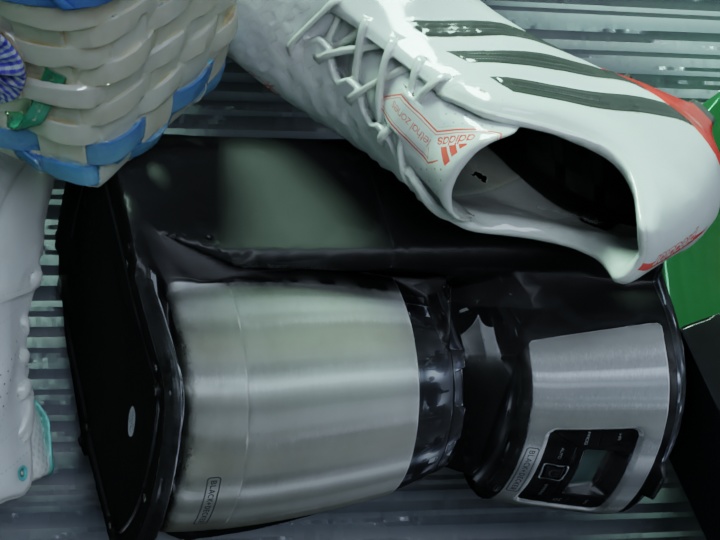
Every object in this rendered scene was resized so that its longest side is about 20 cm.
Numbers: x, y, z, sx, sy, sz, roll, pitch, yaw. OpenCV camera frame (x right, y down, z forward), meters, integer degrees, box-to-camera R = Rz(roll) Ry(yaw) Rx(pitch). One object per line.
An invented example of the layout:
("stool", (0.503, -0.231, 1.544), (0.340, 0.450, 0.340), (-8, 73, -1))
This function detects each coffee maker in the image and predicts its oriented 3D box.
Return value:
("coffee maker", (0.000, 0.000, 0.830), (0.198, 0.135, 0.194), (-3, 75, -21))

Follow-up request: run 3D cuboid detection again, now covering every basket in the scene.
("basket", (-0.110, -0.137, 0.730), (0.175, 0.201, 0.139), (18, 35, 23))

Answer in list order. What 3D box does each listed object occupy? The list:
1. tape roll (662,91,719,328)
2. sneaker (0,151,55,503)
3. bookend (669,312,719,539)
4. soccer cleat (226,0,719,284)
("tape roll", (0.204, 0.009, 0.948), (0.199, 0.048, 0.202), (5, 73, -18))
("sneaker", (-0.139, 0.037, 0.809), (0.088, 0.075, 0.201), (28, 77, -16))
("bookend", (0.184, 0.014, 0.860), (0.199, 0.092, 0.200), (-19, 68, -11))
("soccer cleat", (0.026, -0.057, 0.771), (0.199, 0.069, 0.085), (27, 34, 11))
